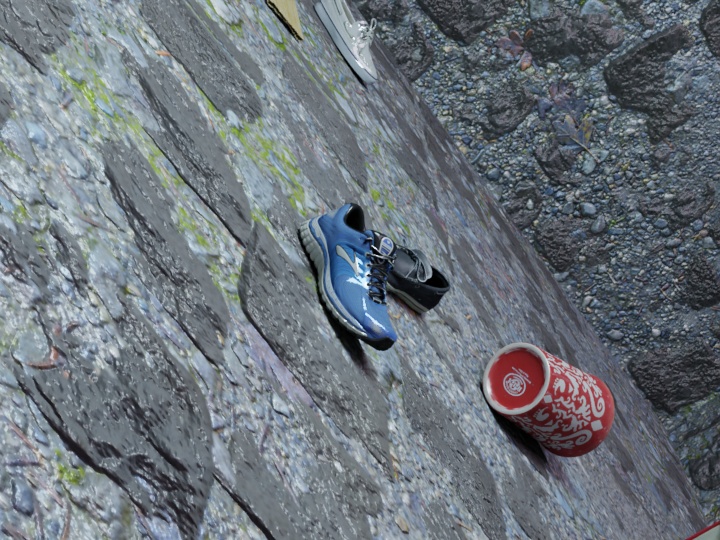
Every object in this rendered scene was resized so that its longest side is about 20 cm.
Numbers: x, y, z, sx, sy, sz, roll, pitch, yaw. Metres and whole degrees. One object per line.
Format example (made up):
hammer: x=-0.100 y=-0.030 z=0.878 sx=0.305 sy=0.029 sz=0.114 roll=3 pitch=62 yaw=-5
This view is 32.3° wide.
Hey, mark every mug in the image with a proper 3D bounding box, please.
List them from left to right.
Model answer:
mug: x=0.254 y=0.187 z=1.834 sx=0.200 sy=0.177 sz=0.134 roll=32 pitch=64 yaw=-51

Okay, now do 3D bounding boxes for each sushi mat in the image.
sushi mat: x=-0.136 y=-0.467 z=2.144 sx=0.096 sy=0.012 sz=0.200 roll=50 pitch=15 yaw=-31

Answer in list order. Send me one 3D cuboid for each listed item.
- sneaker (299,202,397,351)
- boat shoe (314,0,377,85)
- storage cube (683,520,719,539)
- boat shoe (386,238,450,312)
sneaker: x=0.000 y=0.000 z=1.382 sx=0.079 sy=0.089 sz=0.200 roll=37 pitch=24 yaw=-51
boat shoe: x=-0.006 y=-0.462 z=2.428 sx=0.202 sy=0.086 sz=0.075 roll=60 pitch=14 yaw=16
storage cube: x=0.508 y=0.497 z=1.818 sx=0.180 sy=0.171 sz=0.200 roll=59 pitch=13 yaw=8
boat shoe: x=0.058 y=-0.003 z=1.650 sx=0.200 sy=0.062 sz=0.075 roll=36 pitch=26 yaw=-52
